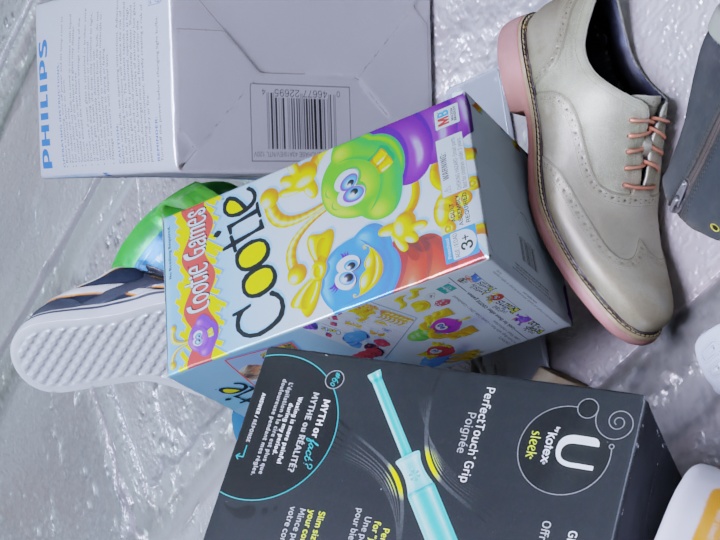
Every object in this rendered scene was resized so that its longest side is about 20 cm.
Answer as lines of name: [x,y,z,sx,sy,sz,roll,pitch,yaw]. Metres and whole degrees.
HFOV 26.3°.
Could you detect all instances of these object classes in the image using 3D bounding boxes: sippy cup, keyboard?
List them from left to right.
sippy cup: [-0.093,0.026,1.117,0.130,0.178,0.140,42,98,31]
keyboard: [0.085,-0.022,0.956,0.056,0.011,0.201,-15,82,49]

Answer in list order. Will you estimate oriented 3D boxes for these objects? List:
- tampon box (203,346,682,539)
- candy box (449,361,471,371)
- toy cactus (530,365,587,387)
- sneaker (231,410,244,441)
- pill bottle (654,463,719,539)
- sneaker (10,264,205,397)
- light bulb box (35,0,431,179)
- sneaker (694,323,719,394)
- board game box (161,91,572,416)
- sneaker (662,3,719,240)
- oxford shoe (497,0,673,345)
tampon box: [0.042,0.140,0.751,0.199,0.126,0.150,6,63,26]
candy box: [0.006,0.039,0.939,0.115,0.055,0.201,-17,61,32]
toy cactus: [0.095,0.141,0.909,0.200,0.102,0.166,30,99,52]
sneaker: [-0.005,0.049,1.044,0.200,0.082,0.073,-50,42,22]
pill bottle: [0.211,0.163,0.623,0.199,0.112,0.113,20,114,18]
sneaker: [-0.128,0.036,1.029,0.079,0.199,0.079,-67,-24,-63]
light bulb box: [-0.087,-0.123,1.023,0.200,0.197,0.126,2,94,55]
sneaker: [0.202,0.094,0.741,0.115,0.075,0.200,-112,35,-46]
board game box: [0.000,0.000,0.855,0.199,0.105,0.103,-21,58,24]
sneaker: [0.220,-0.036,0.718,0.200,0.074,0.107,-123,39,-47]
oxford shoe: [0.133,-0.060,0.832,0.074,0.071,0.201,-29,74,41]
